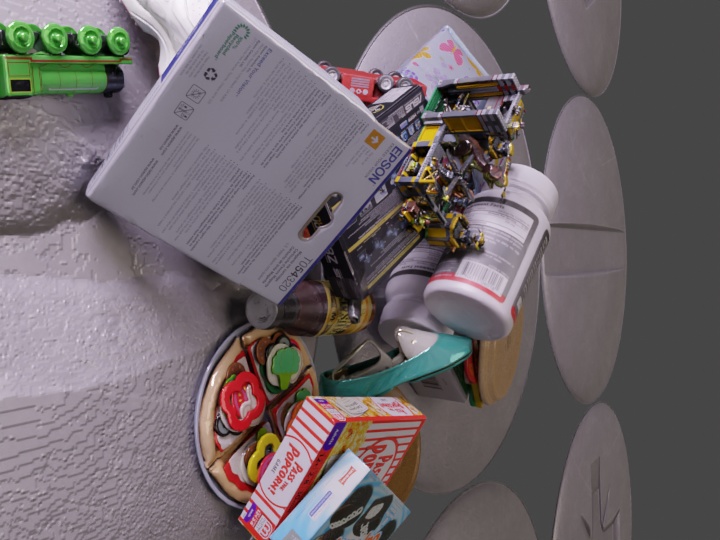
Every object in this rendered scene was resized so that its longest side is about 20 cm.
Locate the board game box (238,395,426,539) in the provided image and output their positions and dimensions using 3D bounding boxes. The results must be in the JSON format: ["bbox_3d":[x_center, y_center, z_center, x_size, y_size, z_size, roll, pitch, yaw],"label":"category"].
[{"bbox_3d":[-0.023,0.213,0.790,0.199,0.046,0.152,14,107,-57],"label":"board game box"}]

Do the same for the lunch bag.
[{"bbox_3d":[0.125,-0.207,0.988,0.200,0.127,0.170,48,47,-12],"label":"lunch bag"}]

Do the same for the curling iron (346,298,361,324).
[{"bbox_3d":[0.000,0.000,0.851,0.049,0.026,0.200,40,23,-18],"label":"curling iron"}]

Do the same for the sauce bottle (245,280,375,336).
[{"bbox_3d":[-0.052,0.044,0.802,0.199,0.065,0.067,0,90,-61],"label":"sauce bottle"}]

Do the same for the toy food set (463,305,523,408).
[{"bbox_3d":[0.194,0.098,1.047,0.201,0.048,0.199,74,33,-42],"label":"toy food set"}]

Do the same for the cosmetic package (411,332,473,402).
[{"bbox_3d":[0.134,0.081,1.079,0.108,0.084,0.201,58,45,-44],"label":"cosmetic package"}]

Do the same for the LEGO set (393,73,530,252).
[{"bbox_3d":[0.133,-0.120,0.796,0.201,0.115,0.154,-57,134,-28],"label":"LEGO set"}]

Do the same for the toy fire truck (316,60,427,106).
[{"bbox_3d":[0.019,-0.169,0.871,0.198,0.049,0.142,3,113,-18],"label":"toy fire truck"}]

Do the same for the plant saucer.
[{"bbox_3d":[0.034,0.247,0.967,0.200,0.035,0.202,3,86,-57],"label":"plant saucer"}]

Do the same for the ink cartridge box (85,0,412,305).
[{"bbox_3d":[-0.092,-0.090,0.609,0.199,0.197,0.043,32,20,-30],"label":"ink cartridge box"}]

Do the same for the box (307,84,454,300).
[{"bbox_3d":[0.020,-0.090,0.794,0.200,0.049,0.162,-44,124,-36],"label":"box"}]

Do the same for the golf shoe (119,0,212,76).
[{"bbox_3d":[-0.145,-0.219,0.620,0.201,0.091,0.075,64,26,-3],"label":"golf shoe"}]

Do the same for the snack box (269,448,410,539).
[{"bbox_3d":[-0.014,0.275,0.780,0.116,0.037,0.200,-46,148,-11],"label":"snack box"}]

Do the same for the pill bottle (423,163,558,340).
[{"bbox_3d":[0.166,-0.025,0.888,0.114,0.113,0.201,54,56,-41],"label":"pill bottle"}]

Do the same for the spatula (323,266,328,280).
[{"bbox_3d":[-0.019,-0.080,0.904,0.057,0.020,0.202,60,43,-63],"label":"spatula"}]

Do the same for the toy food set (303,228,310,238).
[{"bbox_3d":[-0.108,-0.092,0.731,0.200,0.048,0.199,-55,133,-43],"label":"toy food set"}]

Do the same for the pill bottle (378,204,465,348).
[{"bbox_3d":[0.101,0.010,0.990,0.114,0.113,0.201,53,47,-42],"label":"pill bottle"}]

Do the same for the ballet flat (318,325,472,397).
[{"bbox_3d":[0.039,0.108,0.864,0.067,0.199,0.071,-121,-174,-76],"label":"ballet flat"}]

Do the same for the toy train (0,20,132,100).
[{"bbox_3d":[-0.252,-0.156,0.536,0.199,0.041,0.057,-22,118,-55],"label":"toy train"}]

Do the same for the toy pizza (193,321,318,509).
[{"bbox_3d":[-0.098,0.153,0.769,0.200,0.031,0.202,3,87,-57],"label":"toy pizza"}]
